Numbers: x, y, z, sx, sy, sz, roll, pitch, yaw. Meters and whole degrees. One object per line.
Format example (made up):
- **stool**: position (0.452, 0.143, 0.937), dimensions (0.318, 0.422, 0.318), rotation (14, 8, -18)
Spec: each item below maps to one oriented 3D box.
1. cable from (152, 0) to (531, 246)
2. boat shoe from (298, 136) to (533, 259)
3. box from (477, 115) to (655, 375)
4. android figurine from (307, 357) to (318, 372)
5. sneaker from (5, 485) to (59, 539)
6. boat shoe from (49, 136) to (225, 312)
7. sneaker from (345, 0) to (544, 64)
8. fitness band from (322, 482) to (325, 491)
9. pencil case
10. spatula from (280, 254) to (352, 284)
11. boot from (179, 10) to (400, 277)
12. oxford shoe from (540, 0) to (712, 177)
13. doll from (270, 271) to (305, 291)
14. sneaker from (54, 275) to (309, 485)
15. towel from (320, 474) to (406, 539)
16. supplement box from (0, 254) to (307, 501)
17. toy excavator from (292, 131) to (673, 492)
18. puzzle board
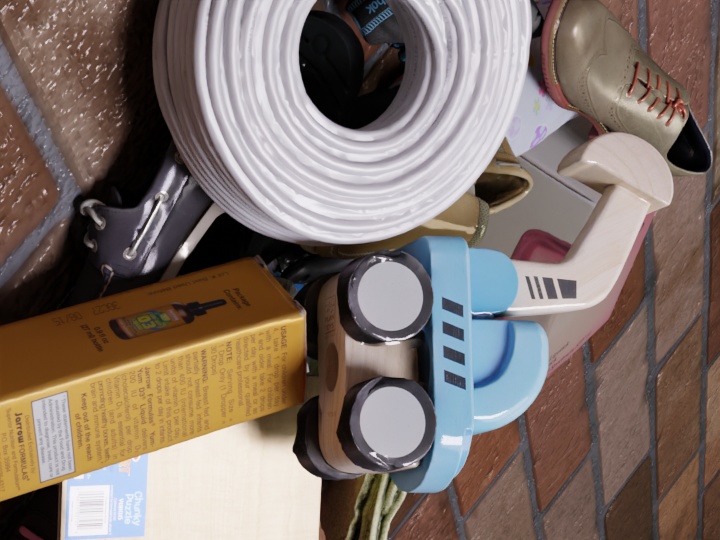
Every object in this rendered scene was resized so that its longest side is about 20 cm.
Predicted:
- **cable**: position (-0.005, -0.110, 1.173), dimensions (0.199, 0.069, 0.201), rotation (-19, 107, -24)
- **boat shoe**: position (0.040, -0.042, 1.306), dimensions (0.200, 0.076, 0.072), rotation (-31, 155, -52)
- **box**: position (0.134, -0.032, 1.657), dimensions (0.128, 0.109, 0.200), rotation (-38, 156, -40)
- **android figurine**: position (-0.025, 0.069, 1.444), dimensions (0.182, 0.041, 0.200), rotation (-38, -178, -29)
- **sneaker**: position (-0.200, 0.196, 1.318), dimensions (0.200, 0.071, 0.099), rotation (-61, 164, 23)
- **boat shoe**: position (-0.120, -0.028, 1.220), dimensions (0.200, 0.063, 0.073), rotation (-50, -156, 4)
- **sneaker**: position (0.051, -0.164, 1.385), dimensions (0.082, 0.073, 0.200), rotation (-35, 165, 15)
- **fitness band**: position (-0.087, 0.174, 1.511), dimensions (0.200, 0.037, 0.144), rotation (-44, 174, 12)
- **pencil case**: position (0.092, -0.111, 1.499), dimensions (0.200, 0.083, 0.091), rotation (-35, 137, -45)
- **spatula**: position (0.000, 0.000, 1.384), dimensions (0.056, 0.021, 0.200), rotation (-31, 166, 22)
- **boot**: position (-0.019, -0.076, 1.326), dimensions (0.162, 0.073, 0.199), rotation (-22, 148, -52)
- **oxford shoe**: position (0.174, -0.120, 1.473), dimensions (0.200, 0.075, 0.071), rotation (41, 69, -56)
- **doll**: position (-0.081, 0.055, 1.405), dimensions (0.200, 0.048, 0.137), rotation (-39, 166, -33)
- **sneaker**: position (-0.117, 0.053, 1.270), dimensions (0.200, 0.070, 0.080), rotation (-22, 137, -29)
- **towel**: position (0.008, 0.114, 1.549), dimensions (0.200, 0.036, 0.149), rotation (-124, -128, -75)
- **supplement box**: position (-0.127, 0.056, 1.167), dimensions (0.199, 0.067, 0.069), rotation (-18, 128, -20)
- **toy excavator**: position (0.070, 0.021, 1.227), dimensions (0.100, 0.199, 0.195), rotation (154, -63, -67)
- **puzzle board**: position (-0.094, 0.156, 1.252), dimensions (0.150, 0.017, 0.201), rotation (-1, 97, -25)
